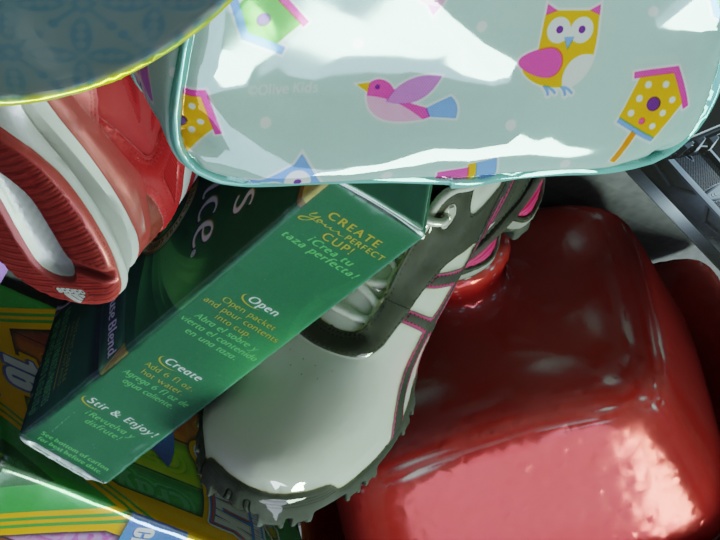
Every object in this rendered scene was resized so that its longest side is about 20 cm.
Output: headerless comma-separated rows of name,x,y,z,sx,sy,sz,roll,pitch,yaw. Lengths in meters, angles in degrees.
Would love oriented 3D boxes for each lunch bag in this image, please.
lunch bag,0.029,-0.111,0.906,0.200,0.077,0.161,-4,119,-21

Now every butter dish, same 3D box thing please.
butter dish,0.055,0.040,1.175,0.200,0.200,0.148,-16,129,7

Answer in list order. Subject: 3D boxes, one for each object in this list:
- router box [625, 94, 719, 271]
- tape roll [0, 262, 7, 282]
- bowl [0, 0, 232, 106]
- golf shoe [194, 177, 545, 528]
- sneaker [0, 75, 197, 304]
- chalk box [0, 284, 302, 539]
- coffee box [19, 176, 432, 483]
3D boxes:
router box,0.181,-0.072,1.112,0.157,0.052,0.200,-22,151,18
tape roll,-0.224,-0.027,1.019,0.200,0.066,0.200,-9,152,-5
bowl,-0.114,-0.150,0.763,0.200,0.201,0.108,3,-169,-26
golf shoe,0.000,0.000,1.060,0.077,0.200,0.088,26,152,13
sneaker,-0.105,-0.097,0.949,0.078,0.116,0.200,9,135,33
chalk box,-0.106,0.111,1.192,0.200,0.125,0.124,23,117,-33
coffee box,-0.044,-0.019,1.047,0.044,0.123,0.200,32,135,-22
